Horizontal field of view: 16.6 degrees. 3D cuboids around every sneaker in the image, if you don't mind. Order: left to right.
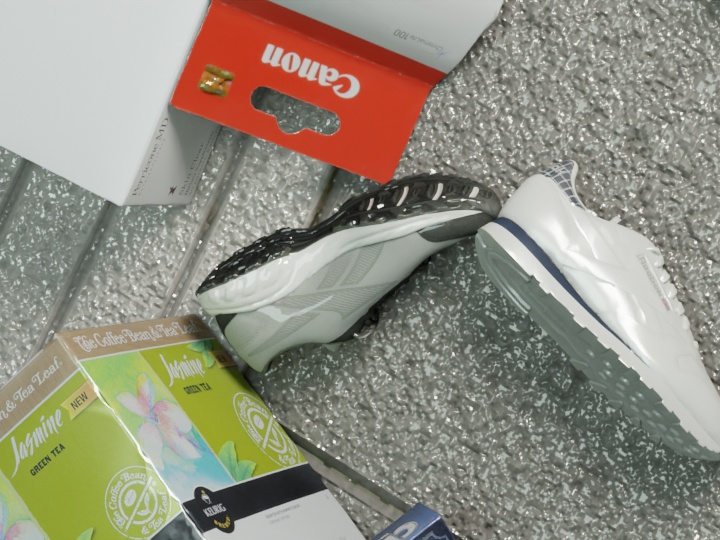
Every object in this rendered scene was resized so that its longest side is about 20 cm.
[{"bbox_3d":[0.000,0.000,1.520,0.199,0.074,0.080,-23,104,19],"label":"sneaker"},{"bbox_3d":[0.160,0.026,1.458,0.080,0.076,0.200,-42,90,-19],"label":"sneaker"}]

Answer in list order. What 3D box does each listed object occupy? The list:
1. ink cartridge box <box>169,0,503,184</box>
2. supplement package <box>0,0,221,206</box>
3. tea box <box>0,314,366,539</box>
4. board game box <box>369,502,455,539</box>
[{"bbox_3d":[-0.002,-0.161,1.472,0.162,0.057,0.201,19,96,-25],"label":"ink cartridge box"},{"bbox_3d":[-0.153,-0.161,1.539,0.155,0.111,0.201,26,101,17],"label":"supplement package"},{"bbox_3d":[-0.128,0.145,1.494,0.134,0.200,0.197,-42,79,17],"label":"tea box"},{"bbox_3d":[-0.005,0.252,1.462,0.200,0.035,0.136,-37,111,-13],"label":"board game box"}]
